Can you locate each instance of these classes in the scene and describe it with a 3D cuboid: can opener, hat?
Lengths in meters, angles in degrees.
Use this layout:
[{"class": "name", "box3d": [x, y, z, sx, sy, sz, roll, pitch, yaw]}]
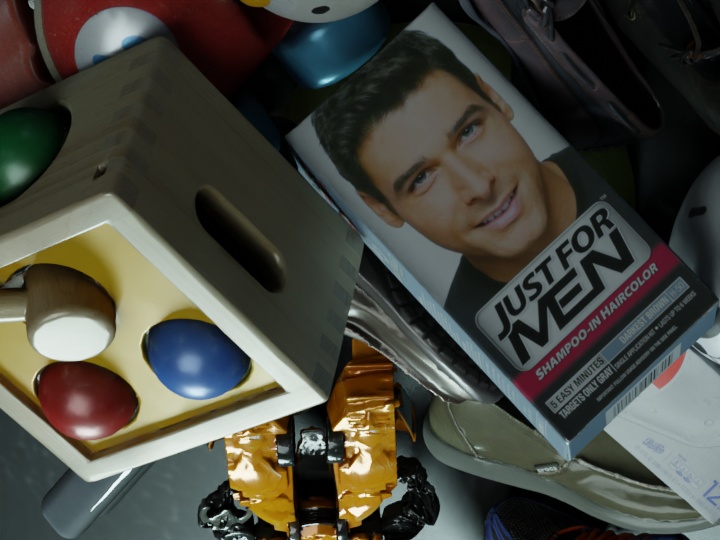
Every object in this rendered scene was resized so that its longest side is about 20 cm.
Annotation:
[{"class": "can opener", "box3d": [-0.136, 0.079, 1.346, 0.067, 0.053, 0.200, 48, 135, 5]}, {"class": "hat", "box3d": [0.158, -0.156, 1.092, 0.081, 0.201, 0.201, -37, 112, -5]}]

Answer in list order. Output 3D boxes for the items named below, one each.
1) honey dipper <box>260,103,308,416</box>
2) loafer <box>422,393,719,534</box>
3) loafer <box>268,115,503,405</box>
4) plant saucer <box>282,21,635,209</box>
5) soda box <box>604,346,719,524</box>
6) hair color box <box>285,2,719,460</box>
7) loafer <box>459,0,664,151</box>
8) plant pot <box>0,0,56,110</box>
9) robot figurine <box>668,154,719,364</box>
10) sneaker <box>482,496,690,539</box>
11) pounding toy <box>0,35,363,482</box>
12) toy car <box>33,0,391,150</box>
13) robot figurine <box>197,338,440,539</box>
[{"class": "honey dipper", "box3d": [-0.051, -0.007, 1.335, 0.038, 0.038, 0.201, 7, 125, 17]}, {"class": "loafer", "box3d": [0.128, 0.089, 1.308, 0.198, 0.075, 0.070, 10, 133, 15]}, {"class": "loafer", "box3d": [0.000, 0.000, 1.252, 0.200, 0.073, 0.071, 43, 137, -9]}, {"class": "plant saucer", "box3d": [0.047, -0.039, 1.264, 0.198, 0.031, 0.201, 9, 127, 12]}, {"class": "soda box", "box3d": [0.129, 0.037, 1.216, 0.200, 0.068, 0.063, 41, 104, -10]}, {"class": "hair color box", "box3d": [0.067, -0.019, 1.126, 0.200, 0.099, 0.061, 47, 176, 13]}, {"class": "loafer", "box3d": [0.094, -0.130, 1.124, 0.063, 0.072, 0.200, 3, 145, 28]}, {"class": "plant pot", "box3d": [-0.189, -0.066, 1.252, 0.195, 0.201, 0.201, -35, 108, 30]}, {"class": "robot figurine", "box3d": [0.249, 0.011, 1.165, 0.198, 0.125, 0.151, 20, 125, 6]}, {"class": "sneaker", "box3d": [0.156, 0.174, 1.344, 0.199, 0.075, 0.079, 25, 131, 30]}, {"class": "pounding toy", "box3d": [-0.138, 0.006, 1.093, 0.183, 0.143, 0.200, -21, 130, 33]}, {"class": "toy car", "box3d": [-0.046, -0.148, 1.093, 0.185, 0.177, 0.199, 53, 153, -21]}, {"class": "robot figurine", "box3d": [-0.026, 0.110, 1.358, 0.144, 0.059, 0.201, -2, 150, 0]}]
